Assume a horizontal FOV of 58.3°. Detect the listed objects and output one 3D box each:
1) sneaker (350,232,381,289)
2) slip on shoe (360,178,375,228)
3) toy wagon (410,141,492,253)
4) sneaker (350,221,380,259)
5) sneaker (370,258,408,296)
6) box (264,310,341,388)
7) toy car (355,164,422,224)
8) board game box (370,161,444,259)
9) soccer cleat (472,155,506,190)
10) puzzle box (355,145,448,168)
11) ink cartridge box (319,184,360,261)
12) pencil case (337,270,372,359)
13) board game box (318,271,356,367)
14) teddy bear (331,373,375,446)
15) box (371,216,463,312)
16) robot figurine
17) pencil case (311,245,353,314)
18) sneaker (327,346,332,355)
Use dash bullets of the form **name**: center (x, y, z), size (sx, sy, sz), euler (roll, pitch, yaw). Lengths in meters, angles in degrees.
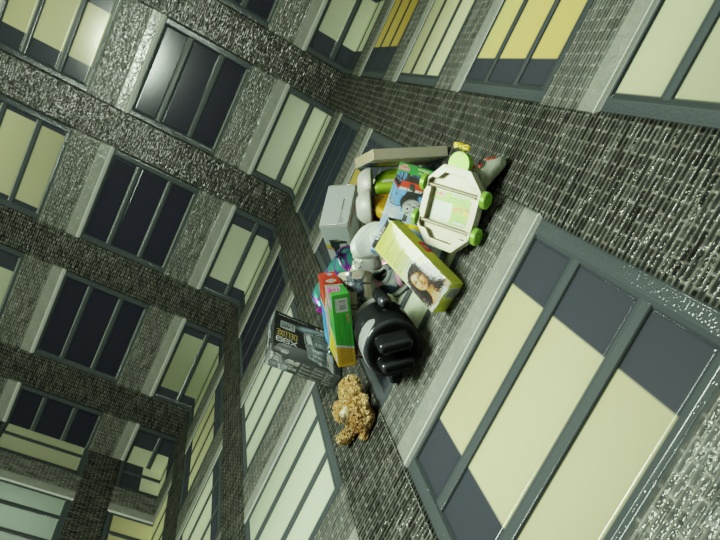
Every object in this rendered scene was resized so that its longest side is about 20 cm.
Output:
- **sneaker**: center (0.000, 0.000, 1.529), size (0.076, 0.087, 0.203), euler (49, 161, 38)
- **slip on shoe**: center (0.046, -0.158, 1.769), size (0.060, 0.074, 0.206), euler (3, 73, 36)
- **toy wagon**: center (0.179, -0.141, 1.236), size (0.153, 0.039, 0.206), euler (22, 104, 37)
- **sneaker**: center (0.069, -0.085, 1.419), size (0.196, 0.077, 0.100), euler (-23, 2, -10)
- **sneaker**: center (0.093, -0.017, 1.424), size (0.201, 0.081, 0.071), euler (-51, 21, 40)
- **box**: center (-0.146, 0.202, 1.660), size (0.050, 0.196, 0.159), euler (-57, 19, 29)
- **toy car**: center (0.079, -0.158, 1.567), size (0.203, 0.169, 0.153), euler (-88, -8, -48)
- **board game box**: center (0.122, -0.112, 1.359), size (0.037, 0.147, 0.205), euler (53, -125, -72)
- **soccer cleat**: center (0.216, -0.150, 1.276), size (0.199, 0.079, 0.069), euler (-37, -7, 30)
- **puzzle box**: center (0.097, -0.273, 1.560), size (0.133, 0.194, 0.026), euler (179, 85, -69)
- **ink cartridge box**: center (-0.041, -0.112, 1.760), size (0.202, 0.080, 0.149), euler (72, -157, -50)
- **pencil case**: center (0.000, 0.094, 1.440), size (0.090, 0.075, 0.206), euler (100, 161, -81)
- **board game box**: center (-0.052, 0.101, 1.406), size (0.200, 0.039, 0.158), euler (-134, 37, -74)
- **teddy bear**: center (-0.028, 0.301, 1.413), size (0.148, 0.065, 0.201), euler (-64, 17, 15)
- **box**: center (0.108, -0.013, 1.255), size (0.200, 0.049, 0.076), euler (48, 118, 32)
- **robot figurine**: center (0.053, 0.131, 1.297), size (0.153, 0.123, 0.200), euler (-60, 19, 9)
- **pencil case**: center (-0.058, 0.024, 1.668), size (0.201, 0.083, 0.094), euler (125, 164, -46)
- **sneaker**: center (-0.064, 0.174, 1.659), size (0.088, 0.076, 0.200), euler (-67, 17, 7)
